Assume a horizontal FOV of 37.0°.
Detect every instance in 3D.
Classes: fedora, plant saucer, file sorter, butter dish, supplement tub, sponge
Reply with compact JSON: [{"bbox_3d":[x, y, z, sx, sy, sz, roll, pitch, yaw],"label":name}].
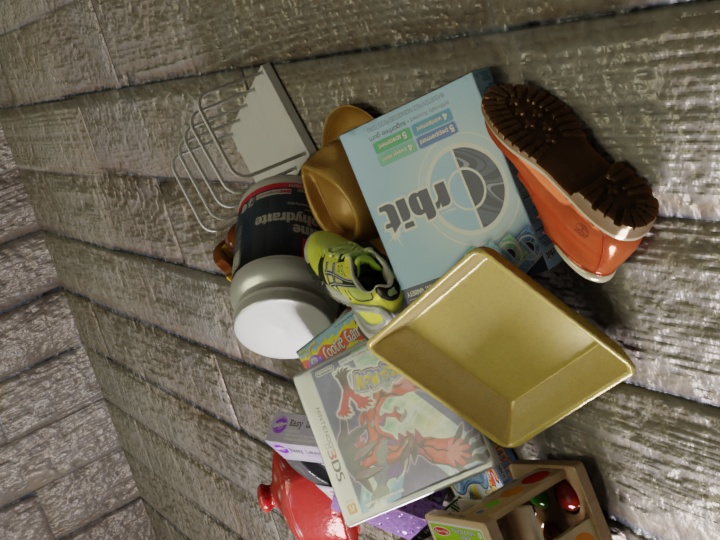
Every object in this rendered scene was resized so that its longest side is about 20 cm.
[{"bbox_3d":[-0.011,-0.095,1.280,0.200,0.081,0.203,43,145,40],"label":"fedora"},{"bbox_3d":[0.137,0.070,1.065,0.199,0.049,0.200,36,134,-12],"label":"plant saucer"},{"bbox_3d":[-0.168,-0.159,1.477,0.140,0.123,0.200,61,153,8],"label":"file sorter"},{"bbox_3d":[-0.089,0.337,1.674,0.200,0.146,0.202,-111,9,-66],"label":"butter dish"},{"bbox_3d":[-0.093,-0.007,1.360,0.141,0.138,0.202,102,171,-51],"label":"supplement tub"},{"bbox_3d":[0.058,0.324,1.426,0.197,0.030,0.112,19,151,5],"label":"sponge"}]

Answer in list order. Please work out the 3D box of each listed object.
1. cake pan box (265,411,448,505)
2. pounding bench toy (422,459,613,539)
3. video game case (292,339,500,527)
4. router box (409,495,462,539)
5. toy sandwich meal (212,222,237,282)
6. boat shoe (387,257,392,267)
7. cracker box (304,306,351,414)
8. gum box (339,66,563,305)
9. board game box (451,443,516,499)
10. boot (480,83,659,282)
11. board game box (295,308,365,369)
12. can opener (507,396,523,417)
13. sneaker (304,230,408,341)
[{"bbox_3d":[-0.008,0.258,1.446,0.198,0.053,0.185,1,143,37],"label":"cake pan box"},{"bbox_3d":[0.164,0.292,1.192,0.199,0.155,0.126,-17,97,62],"label":"pounding bench toy"},{"bbox_3d":[0.035,0.164,1.192,0.198,0.023,0.184,-27,77,24],"label":"video game case"},{"bbox_3d":[0.120,0.403,1.326,0.062,0.149,0.201,23,147,55],"label":"router box"},{"bbox_3d":[-0.128,0.025,1.514,0.206,0.070,0.206,53,-164,-22],"label":"toy sandwich meal"},{"bbox_3d":[0.063,-0.049,1.190,0.071,0.072,0.201,41,138,12],"label":"boat shoe"},{"bbox_3d":[-0.022,0.140,1.454,0.200,0.057,0.136,128,152,-61],"label":"cracker box"},{"bbox_3d":[0.089,-0.074,1.075,0.168,0.044,0.202,-21,93,36],"label":"gum box"},{"bbox_3d":[0.126,0.206,1.329,0.202,0.034,0.135,61,154,10],"label":"board game box"},{"bbox_3d":[0.172,-0.078,0.970,0.201,0.074,0.108,52,156,25],"label":"boot"},{"bbox_3d":[0.029,0.153,1.268,0.103,0.105,0.202,-36,73,18],"label":"board game box"},{"bbox_3d":[0.126,0.112,1.223,0.200,0.053,0.068,43,129,38],"label":"can opener"},{"bbox_3d":[0.000,0.000,1.191,0.200,0.075,0.077,43,146,46],"label":"sneaker"}]
